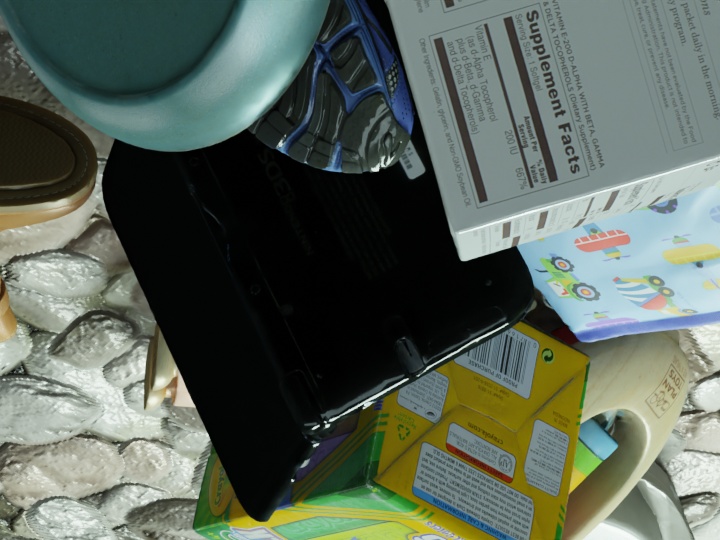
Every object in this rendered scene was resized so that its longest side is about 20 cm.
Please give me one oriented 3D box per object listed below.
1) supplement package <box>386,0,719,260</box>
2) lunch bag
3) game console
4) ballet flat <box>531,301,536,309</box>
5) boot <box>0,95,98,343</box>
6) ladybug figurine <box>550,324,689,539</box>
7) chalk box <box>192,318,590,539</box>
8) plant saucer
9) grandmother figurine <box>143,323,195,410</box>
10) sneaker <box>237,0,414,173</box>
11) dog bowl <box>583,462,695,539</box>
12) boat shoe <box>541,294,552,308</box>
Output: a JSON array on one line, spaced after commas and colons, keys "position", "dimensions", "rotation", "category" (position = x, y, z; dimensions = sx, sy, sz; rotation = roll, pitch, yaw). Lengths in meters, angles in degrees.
[{"position": [0.060, -0.118, 0.683], "dimensions": [0.110, 0.202, 0.156], "rotation": [-15, 176, 3], "category": "supplement package"}, {"position": [0.145, -0.044, 0.841], "dimensions": [0.151, 0.094, 0.199], "rotation": [48, 155, -27], "category": "lunch bag"}, {"position": [-0.029, -0.015, 0.876], "dimensions": [0.175, 0.201, 0.116], "rotation": [-29, 161, 4], "category": "game console"}, {"position": [0.000, 0.000, 0.999], "dimensions": [0.199, 0.070, 0.069], "rotation": [25, 134, -19], "category": "ballet flat"}, {"position": [-0.210, -0.008, 0.986], "dimensions": [0.198, 0.077, 0.156], "rotation": [-7, 138, 13], "category": "boot"}, {"position": [0.103, 0.099, 1.074], "dimensions": [0.200, 0.072, 0.136], "rotation": [-43, 139, 0], "category": "ladybug figurine"}, {"position": [0.001, 0.095, 0.971], "dimensions": [0.124, 0.125, 0.199], "rotation": [28, 150, -28], "category": "chalk box"}, {"position": [-0.091, -0.146, 0.750], "dimensions": [0.027, 0.201, 0.200], "rotation": [-15, 161, -50], "category": "plant saucer"}, {"position": [-0.022, 0.061, 1.087], "dimensions": [0.198, 0.061, 0.121], "rotation": [7, 164, -12], "category": "grandmother figurine"}, {"position": [-0.023, -0.116, 0.785], "dimensions": [0.078, 0.201, 0.076], "rotation": [5, 132, -38], "category": "sneaker"}, {"position": [0.121, 0.178, 1.218], "dimensions": [0.198, 0.059, 0.201], "rotation": [1, 140, 1], "category": "dog bowl"}, {"position": [0.103, -0.018, 0.985], "dimensions": [0.199, 0.063, 0.075], "rotation": [18, 135, -22], "category": "boat shoe"}]
